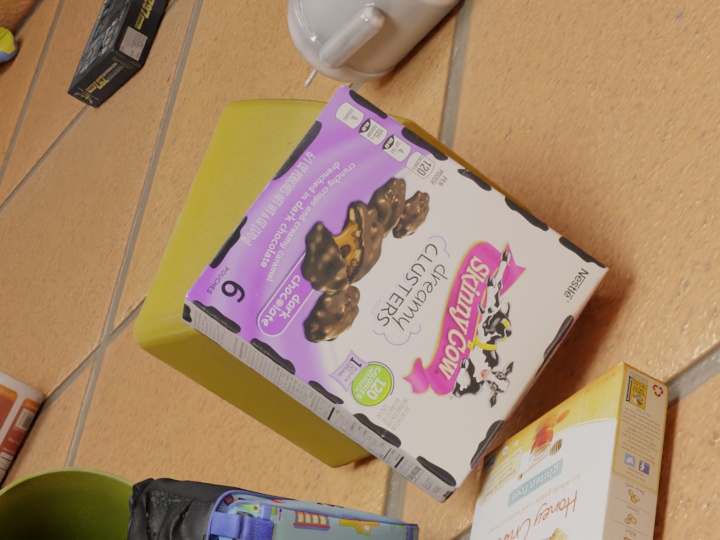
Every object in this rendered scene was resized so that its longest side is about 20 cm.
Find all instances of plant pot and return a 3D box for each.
[{"bbox_3d":[-0.240,0.283,1.692,0.200,0.187,0.187,121,167,-55],"label":"plant pot"},{"bbox_3d":[0.000,0.000,1.453,0.176,0.200,0.200,-11,51,51],"label":"plant pot"}]

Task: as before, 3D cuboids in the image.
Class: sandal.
[{"bbox_3d":[-0.656,-0.369,3.704,0.200,0.087,0.079,2,33,49],"label":"sandal"}]

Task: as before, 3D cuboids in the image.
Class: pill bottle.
[{"bbox_3d":[-0.442,0.200,2.346,0.200,0.112,0.112,-63,20,-8],"label":"pill bottle"}]

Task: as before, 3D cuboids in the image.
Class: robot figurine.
[{"bbox_3d":[0.013,-0.238,1.837,0.200,0.113,0.170,-43,12,40],"label":"robot figurine"}]

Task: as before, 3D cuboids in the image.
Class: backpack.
[{"bbox_3d":[-0.063,0.237,1.293,0.134,0.182,0.200,0,75,49],"label":"backpack"}]

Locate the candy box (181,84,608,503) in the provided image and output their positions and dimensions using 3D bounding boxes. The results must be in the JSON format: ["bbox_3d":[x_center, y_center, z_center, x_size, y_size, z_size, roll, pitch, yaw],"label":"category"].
[{"bbox_3d":[0.021,0.015,1.295,0.168,0.200,0.072,-54,-4,-15],"label":"candy box"}]

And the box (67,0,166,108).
[{"bbox_3d":[-0.313,-0.333,2.848,0.158,0.051,0.200,-30,37,54],"label":"box"}]

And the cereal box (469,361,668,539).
[{"bbox_3d":[0.105,0.165,1.171,0.144,0.039,0.200,-41,27,46],"label":"cereal box"}]
